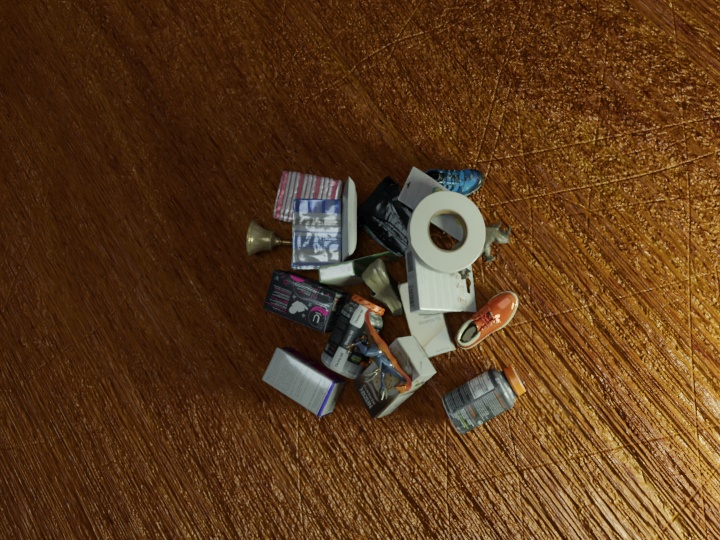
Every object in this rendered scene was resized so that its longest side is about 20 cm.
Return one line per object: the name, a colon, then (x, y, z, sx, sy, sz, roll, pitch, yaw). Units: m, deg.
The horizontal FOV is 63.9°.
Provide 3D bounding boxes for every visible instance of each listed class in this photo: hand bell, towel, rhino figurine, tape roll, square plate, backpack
hand bell: (-0.222, -0.082, 1.672, 0.194, 0.104, 0.107, 7, 85, 3)
towel: (-0.153, -0.205, 1.685, 0.195, 0.030, 0.151, 12, 87, 14)
rhino figurine: (0.316, -0.064, 1.496, 0.198, 0.060, 0.089, -33, 94, -13)
towel: (-0.125, -0.102, 1.634, 0.142, 0.024, 0.206, 1, 91, -2)
tape roll: (0.213, -0.095, 1.436, 0.197, 0.037, 0.209, 1, 81, -8)
square plate: (-0.031, -0.129, 1.560, 0.028, 0.198, 0.206, 1, 83, -6)
backpack: (0.100, -0.129, 1.551, 0.200, 0.126, 0.168, 46, 109, 15)

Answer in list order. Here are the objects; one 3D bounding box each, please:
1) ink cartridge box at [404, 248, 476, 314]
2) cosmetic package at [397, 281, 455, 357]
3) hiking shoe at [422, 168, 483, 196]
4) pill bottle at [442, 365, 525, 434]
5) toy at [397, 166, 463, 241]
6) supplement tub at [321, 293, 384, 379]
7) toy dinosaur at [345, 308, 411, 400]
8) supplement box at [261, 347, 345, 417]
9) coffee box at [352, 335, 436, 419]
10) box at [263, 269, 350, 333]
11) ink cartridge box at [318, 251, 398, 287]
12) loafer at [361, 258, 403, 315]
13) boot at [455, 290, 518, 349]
ink cartridge box: (0.208, 0.029, 1.491, 0.047, 0.196, 0.165, -24, 66, 52)
cosmetic package: (0.175, 0.125, 1.527, 0.101, 0.073, 0.205, -18, 78, 13)
hiking shoe: (0.231, -0.235, 1.544, 0.194, 0.087, 0.077, -7, 81, 15)
pill bottle: (0.312, 0.318, 1.447, 0.197, 0.106, 0.108, -31, 76, 10)
toy: (0.192, -0.166, 1.503, 0.197, 0.047, 0.117, 31, 61, -5)
supplement tub: (-0.017, 0.175, 1.550, 0.120, 0.122, 0.204, 25, 91, 17)
toy dinosaur: (0.054, 0.216, 1.411, 0.178, 0.105, 0.205, 17, 90, 22)
supplement box: (-0.155, 0.303, 1.586, 0.197, 0.101, 0.105, 26, 91, 17)
coffee box: (0.084, 0.277, 1.488, 0.201, 0.079, 0.116, -49, 61, 29)
box: (-0.147, 0.086, 1.593, 0.196, 0.132, 0.118, 20, 93, 17)
ink cartridge box: (0.000, 0.000, 1.553, 0.195, 0.145, 0.049, -10, 80, 14)
loafer: (0.060, 0.049, 1.517, 0.067, 0.202, 0.077, -18, 41, 13)
boot: (0.322, 0.127, 1.468, 0.200, 0.107, 0.075, -43, 73, 6)
